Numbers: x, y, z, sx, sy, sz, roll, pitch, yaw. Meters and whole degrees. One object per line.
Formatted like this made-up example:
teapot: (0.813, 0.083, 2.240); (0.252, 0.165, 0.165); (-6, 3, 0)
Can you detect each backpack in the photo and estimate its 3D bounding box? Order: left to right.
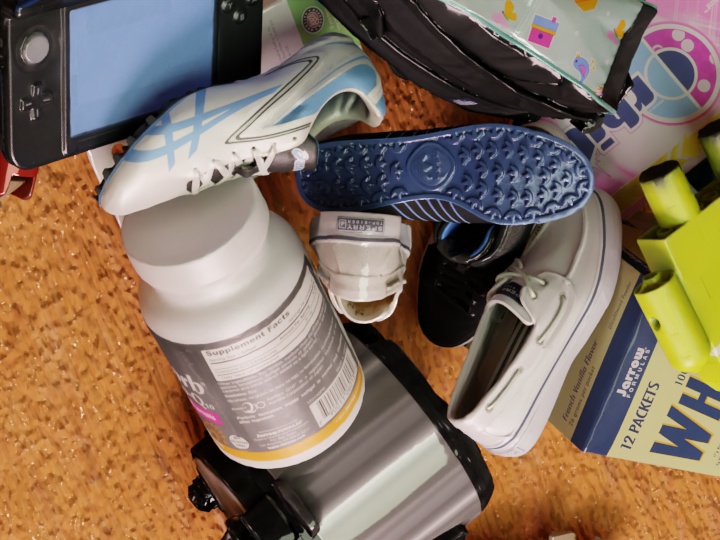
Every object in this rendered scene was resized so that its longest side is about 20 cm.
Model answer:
backpack: (0.072, -0.188, 1.544); (0.200, 0.176, 0.154); (19, 87, -32)

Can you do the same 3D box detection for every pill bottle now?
pill bottle: (-0.079, 0.029, 1.607); (0.116, 0.116, 0.200); (-33, 132, -8)

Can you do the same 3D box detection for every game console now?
game console: (-0.106, -0.143, 1.453); (0.200, 0.118, 0.171); (-21, 126, -37)

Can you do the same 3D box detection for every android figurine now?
android figurine: (0.265, 0.001, 1.666); (0.182, 0.041, 0.200); (-34, 107, -28)

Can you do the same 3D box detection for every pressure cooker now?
pressure cooker: (-0.027, 0.156, 1.738); (0.200, 0.179, 0.176); (-37, 133, -11)

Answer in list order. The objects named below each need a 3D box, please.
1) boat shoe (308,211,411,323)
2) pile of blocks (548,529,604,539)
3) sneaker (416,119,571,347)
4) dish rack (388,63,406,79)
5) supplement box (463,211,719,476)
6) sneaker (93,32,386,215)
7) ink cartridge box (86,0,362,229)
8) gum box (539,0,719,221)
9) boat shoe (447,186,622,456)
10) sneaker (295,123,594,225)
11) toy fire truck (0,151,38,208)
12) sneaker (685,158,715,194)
boat shoe: (0.000, 0.000, 1.608); (0.071, 0.200, 0.070); (4, 88, -2)
pile of blocks: (0.127, 0.243, 1.948); (0.200, 0.062, 0.082); (-4, 106, -35)
sneaker: (0.072, -0.013, 1.721); (0.112, 0.073, 0.200); (-38, 159, -55)
dish rack: (0.083, -0.238, 1.659); (0.153, 0.055, 0.200); (-9, 120, -25)
supplement box: (0.216, 0.047, 1.793); (0.200, 0.200, 0.134); (12, 107, -32)
sneaker: (-0.073, -0.083, 1.523); (0.200, 0.073, 0.072); (-28, 163, -17)
ink cartridge box: (-0.098, -0.119, 1.617); (0.200, 0.067, 0.117); (-29, 127, -12)
gum box: (0.229, -0.144, 1.708); (0.200, 0.066, 0.114); (-39, 94, 25)
boat shoe: (0.120, 0.029, 1.673); (0.067, 0.074, 0.200); (27, 77, -39)
sneaker: (0.056, -0.066, 1.630); (0.200, 0.078, 0.070); (2, 96, 2)
toy fire truck: (-0.274, -0.089, 1.522); (0.176, 0.129, 0.200); (7, 102, -31)
sneaker: (0.240, -0.131, 1.783); (0.074, 0.082, 0.200); (-30, 126, -12)
